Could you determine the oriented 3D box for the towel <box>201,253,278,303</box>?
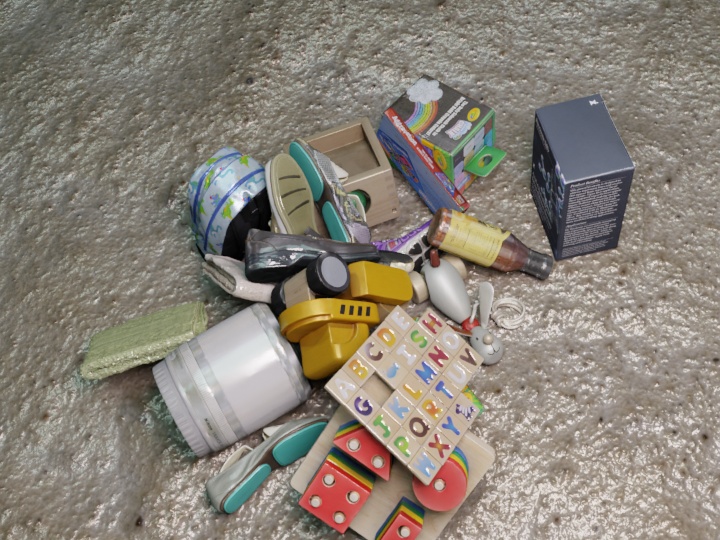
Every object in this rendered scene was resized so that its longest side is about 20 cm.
[{"bbox_3d":[-0.161,0.015,1.279,0.199,0.131,0.035,27,102,61],"label":"towel"}]

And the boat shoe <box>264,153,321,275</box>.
[{"bbox_3d":[-0.106,-0.070,1.261,0.068,0.203,0.074,-12,7,46],"label":"boat shoe"}]

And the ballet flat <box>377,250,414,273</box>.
[{"bbox_3d":[0.000,0.000,1.287,0.197,0.066,0.058,-3,97,37],"label":"ballet flat"}]

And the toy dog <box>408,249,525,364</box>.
[{"bbox_3d":[0.149,0.040,1.271,0.198,0.097,0.132,31,67,25],"label":"toy dog"}]

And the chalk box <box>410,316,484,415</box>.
[{"bbox_3d":[0.076,0.181,1.153,0.123,0.124,0.201,-37,94,-13],"label":"chalk box"}]

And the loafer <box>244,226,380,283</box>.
[{"bbox_3d":[-0.068,-0.031,1.192,0.196,0.073,0.074,-1,66,-18],"label":"loafer"}]

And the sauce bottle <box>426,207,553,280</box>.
[{"bbox_3d":[0.201,-0.036,1.297,0.197,0.066,0.067,20,58,-13],"label":"sauce bottle"}]

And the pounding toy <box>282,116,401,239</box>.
[{"bbox_3d":[-0.035,-0.117,1.395,0.181,0.143,0.202,-19,45,-2],"label":"pounding toy"}]

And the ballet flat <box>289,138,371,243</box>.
[{"bbox_3d":[-0.040,-0.115,1.278,0.071,0.072,0.203,-26,78,-9],"label":"ballet flat"}]

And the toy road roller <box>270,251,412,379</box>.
[{"bbox_3d":[-0.022,0.072,1.163,0.198,0.122,0.149,8,64,-39],"label":"toy road roller"}]

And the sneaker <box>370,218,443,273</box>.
[{"bbox_3d":[0.055,-0.032,1.346,0.198,0.081,0.084,-33,52,-12],"label":"sneaker"}]

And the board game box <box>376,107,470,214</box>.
[{"bbox_3d":[0.098,-0.162,1.363,0.019,0.103,0.201,-36,83,-16],"label":"board game box"}]

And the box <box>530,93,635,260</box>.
[{"bbox_3d":[0.335,-0.139,1.295,0.105,0.201,0.150,-12,55,0],"label":"box"}]

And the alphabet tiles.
[{"bbox_3d":[0.072,0.139,1.043,0.167,0.008,0.200,42,51,4],"label":"alphabet tiles"}]

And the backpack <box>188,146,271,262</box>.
[{"bbox_3d":[-0.200,-0.103,1.335,0.162,0.200,0.155,-38,96,-14],"label":"backpack"}]

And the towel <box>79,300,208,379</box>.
[{"bbox_3d":[-0.330,0.108,1.302,0.197,0.037,0.149,-17,19,-4],"label":"towel"}]

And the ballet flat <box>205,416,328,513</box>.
[{"bbox_3d":[-0.136,0.259,1.195,0.199,0.068,0.064,-38,52,-15],"label":"ballet flat"}]

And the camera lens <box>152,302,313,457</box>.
[{"bbox_3d":[-0.178,0.154,1.211,0.198,0.161,0.161,-29,57,-10],"label":"camera lens"}]

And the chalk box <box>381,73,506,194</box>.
[{"bbox_3d":[0.150,-0.214,1.421,0.199,0.125,0.125,35,67,26],"label":"chalk box"}]

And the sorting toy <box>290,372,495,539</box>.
[{"bbox_3d":[0.035,0.260,1.059,0.198,0.070,0.200,34,106,1],"label":"sorting toy"}]
